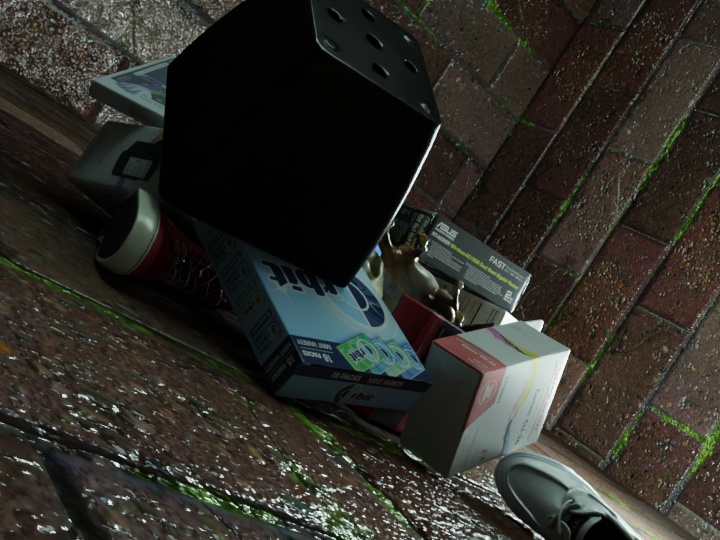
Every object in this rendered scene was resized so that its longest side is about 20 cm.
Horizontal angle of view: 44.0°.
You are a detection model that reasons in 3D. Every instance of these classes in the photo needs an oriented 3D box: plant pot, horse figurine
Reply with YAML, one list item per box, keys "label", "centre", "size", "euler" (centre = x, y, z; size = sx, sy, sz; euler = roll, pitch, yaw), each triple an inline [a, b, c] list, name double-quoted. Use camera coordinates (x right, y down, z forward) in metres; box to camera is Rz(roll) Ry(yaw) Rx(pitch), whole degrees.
- label: "plant pot"
  centre: [-0.043, -0.141, 0.790]
  size: [0.199, 0.177, 0.201]
  euler: [27, 36, -31]
- label: "horse figurine"
  centre: [0.074, 0.015, 1.026]
  size: [0.200, 0.050, 0.133]
  euler: [52, -16, 8]

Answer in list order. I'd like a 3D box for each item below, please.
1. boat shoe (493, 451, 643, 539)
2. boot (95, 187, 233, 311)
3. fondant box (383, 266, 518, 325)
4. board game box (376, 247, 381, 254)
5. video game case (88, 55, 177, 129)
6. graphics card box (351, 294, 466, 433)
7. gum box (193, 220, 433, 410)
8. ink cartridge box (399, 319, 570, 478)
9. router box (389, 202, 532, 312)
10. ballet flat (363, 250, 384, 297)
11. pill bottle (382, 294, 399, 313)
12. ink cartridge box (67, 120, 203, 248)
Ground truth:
- label: "boat shoe"
  centre: [0.210, 0.239, 0.842]
  size: [0.200, 0.074, 0.065]
  euler: [33, -4, 23]
- label: "boot"
  centre: [-0.161, -0.006, 0.805]
  size: [0.144, 0.073, 0.200]
  euler: [35, -3, -16]
- label: "fondant box"
  centre: [0.136, 0.061, 1.251]
  size: [0.200, 0.058, 0.144]
  euler: [29, -3, 35]
- label: "board game box"
  centre: [-0.100, -0.035, 1.373]
  size: [0.199, 0.199, 0.044]
  euler: [33, 44, -40]
- label: "video game case"
  centre: [-0.176, -0.182, 1.002]
  size: [0.181, 0.023, 0.200]
  euler: [28, 24, 3]
- label: "graphics card box"
  centre: [0.082, 0.120, 0.945]
  size: [0.051, 0.126, 0.200]
  euler: [30, -2, 44]
- label: "gum box"
  centre: [-0.043, 0.031, 0.807]
  size: [0.170, 0.045, 0.200]
  euler: [16, 33, -47]
- label: "ink cartridge box"
  centre: [0.139, 0.121, 0.897]
  size: [0.067, 0.117, 0.199]
  euler: [31, 25, 36]
- label: "router box"
  centre: [0.109, -0.025, 1.193]
  size: [0.200, 0.062, 0.150]
  euler: [28, -2, -35]
- label: "ballet flat"
  centre: [0.000, 0.000, 1.067]
  size: [0.069, 0.070, 0.200]
  euler: [34, 4, 8]
- label: "pill bottle"
  centre: [0.075, 0.120, 1.191]
  size: [0.200, 0.113, 0.113]
  euler: [33, 1, -39]
- label: "ink cartridge box"
  centre: [-0.185, -0.074, 0.933]
  size: [0.199, 0.083, 0.146]
  euler: [14, -23, 41]
